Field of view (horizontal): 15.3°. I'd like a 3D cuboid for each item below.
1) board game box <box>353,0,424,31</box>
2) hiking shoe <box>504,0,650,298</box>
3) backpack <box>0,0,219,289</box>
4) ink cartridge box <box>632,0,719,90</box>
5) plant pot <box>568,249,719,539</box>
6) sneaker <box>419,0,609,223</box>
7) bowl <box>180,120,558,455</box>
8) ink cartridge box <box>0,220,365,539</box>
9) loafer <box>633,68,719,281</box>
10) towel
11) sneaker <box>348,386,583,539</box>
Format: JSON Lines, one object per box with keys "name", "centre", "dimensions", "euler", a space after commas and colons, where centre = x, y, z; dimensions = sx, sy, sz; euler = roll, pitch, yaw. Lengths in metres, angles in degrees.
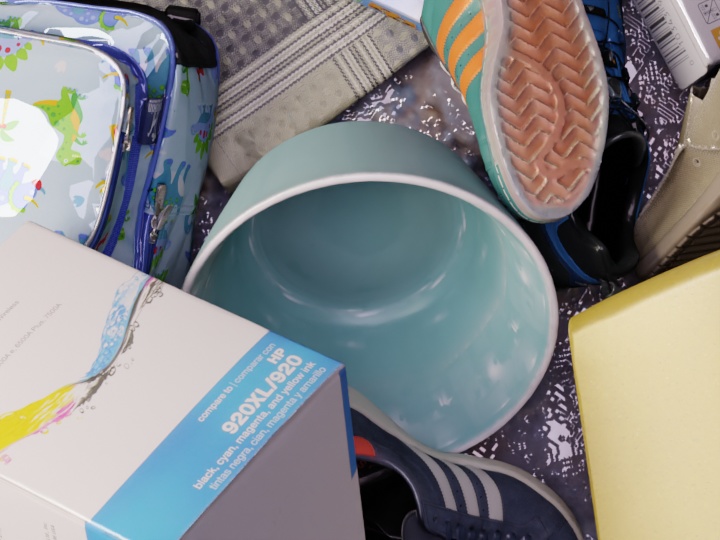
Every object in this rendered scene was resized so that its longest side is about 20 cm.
{"name": "board game box", "centre": [0.008, -0.226, 1.470], "dimensions": [0.199, 0.037, 0.152], "euler": [24, 85, -1]}
{"name": "hiking shoe", "centre": [0.127, -0.087, 1.437], "dimensions": [0.074, 0.086, 0.202], "euler": [0, 92, -34]}
{"name": "backpack", "centre": [-0.181, -0.047, 1.431], "dimensions": [0.182, 0.147, 0.202], "euler": [9, 99, 14]}
{"name": "ink cartridge box", "centre": [0.208, -0.224, 1.464], "dimensions": [0.199, 0.043, 0.199], "euler": [-25, 85, -28]}
{"name": "plant pot", "centre": [0.211, 0.080, 1.391], "dimensions": [0.175, 0.200, 0.202], "euler": [-9, 85, 13]}
{"name": "sneaker", "centre": [0.076, -0.114, 1.398], "dimensions": [0.071, 0.080, 0.202], "euler": [-1, 73, -23]}
{"name": "bowl", "centre": [0.000, 0.000, 1.420], "dimensions": [0.199, 0.105, 0.202], "euler": [-3, 129, -3]}
{"name": "ink cartridge box", "centre": [-0.121, 0.100, 1.293], "dimensions": [0.199, 0.148, 0.145], "euler": [23, 51, 27]}
{"name": "loafer", "centre": [0.200, -0.064, 1.415], "dimensions": [0.075, 0.200, 0.069], "euler": [-4, 58, -30]}
{"name": "towel", "centre": [-0.052, -0.173, 1.503], "dimensions": [0.199, 0.035, 0.193], "euler": [-35, 87, -2]}
{"name": "sneaker", "centre": [0.035, 0.136, 1.409], "dimensions": [0.199, 0.085, 0.075], "euler": [26, 122, -22]}
